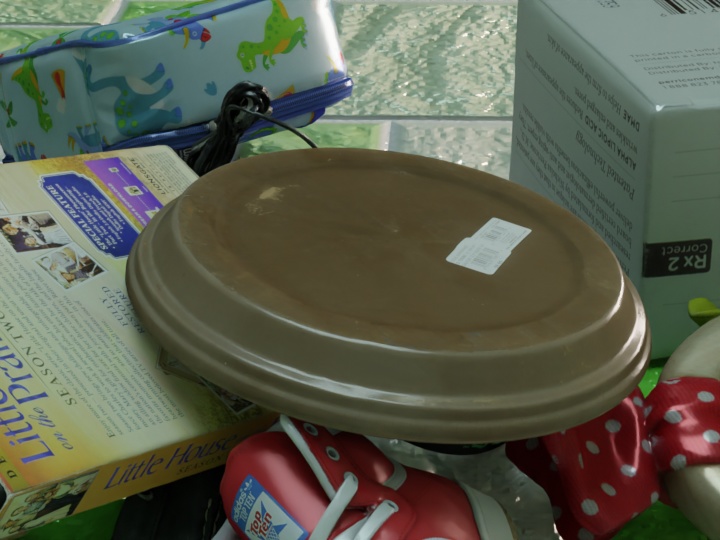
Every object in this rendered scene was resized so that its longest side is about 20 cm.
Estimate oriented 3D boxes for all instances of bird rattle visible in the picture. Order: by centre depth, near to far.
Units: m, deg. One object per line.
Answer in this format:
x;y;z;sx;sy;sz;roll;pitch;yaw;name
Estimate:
0.163;0.056;0.739;0.163;0.113;0.200;36;44;27;bird rattle

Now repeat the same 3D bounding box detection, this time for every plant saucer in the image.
0.013;0.000;0.693;0.199;0.030;0.200;8;25;-4;plant saucer

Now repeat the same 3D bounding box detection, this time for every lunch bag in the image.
-0.108;-0.106;1.044;0.160;0.083;0.200;-21;12;-34;lunch bag

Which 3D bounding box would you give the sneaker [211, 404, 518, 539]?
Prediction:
0.007;0.111;0.604;0.112;0.071;0.200;28;11;-18;sneaker

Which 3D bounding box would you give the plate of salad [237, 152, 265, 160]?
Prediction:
-0.078;-0.026;0.934;0.199;0.048;0.200;1;13;0;plate of salad

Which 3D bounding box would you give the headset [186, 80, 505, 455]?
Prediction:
0.000;0.000;0.828;0.123;0.094;0.200;-27;75;-47;headset

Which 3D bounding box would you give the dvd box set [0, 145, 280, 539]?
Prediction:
-0.101;0.017;0.685;0.146;0.029;0.200;46;31;21;dvd box set

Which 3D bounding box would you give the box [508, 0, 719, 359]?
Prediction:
0.198;-0.065;0.943;0.198;0.131;0.200;-7;27;-13;box

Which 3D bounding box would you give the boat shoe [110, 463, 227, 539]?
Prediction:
-0.083;0.062;0.755;0.066;0.075;0.200;5;33;-14;boat shoe

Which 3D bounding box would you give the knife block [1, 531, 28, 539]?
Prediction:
-0.185;0.032;0.771;0.064;0.201;0.176;-25;-11;0;knife block
